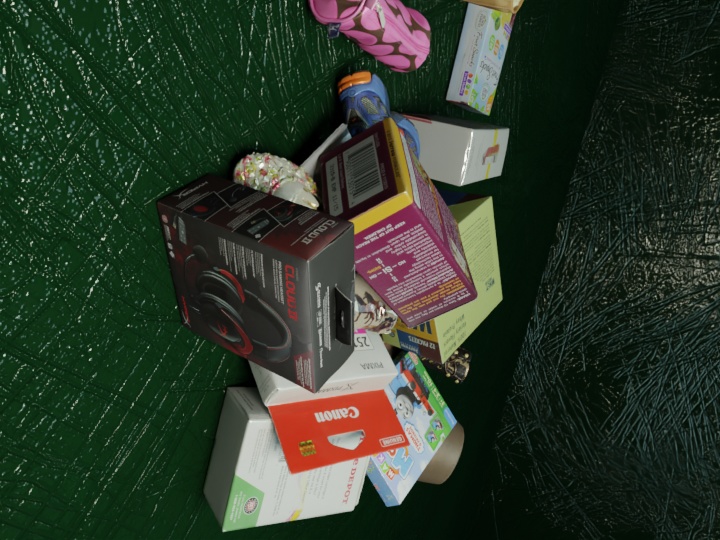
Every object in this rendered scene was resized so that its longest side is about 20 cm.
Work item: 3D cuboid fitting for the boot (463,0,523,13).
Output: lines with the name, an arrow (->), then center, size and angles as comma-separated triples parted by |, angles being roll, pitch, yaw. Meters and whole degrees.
boot -> 0.116, -0.397, 0.668 | 0.066, 0.197, 0.179 | 16, 94, -64

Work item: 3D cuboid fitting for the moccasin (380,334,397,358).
moccasin -> 0.007, 0.185, 0.996 | 0.078, 0.073, 0.204 | 43, 67, -40

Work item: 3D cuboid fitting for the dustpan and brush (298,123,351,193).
dustpan and brush -> -0.046, -0.078, 0.739 | 0.140, 0.057, 0.201 | -47, 139, -17

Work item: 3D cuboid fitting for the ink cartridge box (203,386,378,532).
ink cartridge box -> -0.086, 0.237, 0.739 | 0.196, 0.087, 0.149 | 9, 101, -35

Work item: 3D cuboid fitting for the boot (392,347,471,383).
boot -> 0.139, 0.163, 1.097 | 0.200, 0.148, 0.075 | 48, 65, -86

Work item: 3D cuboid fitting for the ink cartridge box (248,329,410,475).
ink cartridge box -> -0.031, 0.145, 0.713 | 0.197, 0.175, 0.044 | 3, 137, -41

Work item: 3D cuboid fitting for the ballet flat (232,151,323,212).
ballet flat -> -0.057, -0.063, 0.637 | 0.076, 0.064, 0.199 | -55, 140, 0

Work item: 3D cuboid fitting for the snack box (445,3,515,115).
snack box -> 0.225, -0.403, 1.052 | 0.141, 0.052, 0.205 | -11, 117, -60

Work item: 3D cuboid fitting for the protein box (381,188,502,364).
protein box -> 0.125, 0.002, 0.958 | 0.198, 0.133, 0.204 | -37, 126, -35

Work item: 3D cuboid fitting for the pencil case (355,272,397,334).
pencil case -> -0.038, 0.041, 0.716 | 0.196, 0.077, 0.092 | 5, 97, -36

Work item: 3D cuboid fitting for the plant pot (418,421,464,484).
plant pot -> 0.090, 0.301, 1.042 | 0.203, 0.172, 0.200 | -62, -177, 5

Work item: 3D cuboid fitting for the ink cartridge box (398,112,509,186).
ink cartridge box -> 0.140, -0.200, 0.916 | 0.199, 0.143, 0.085 | -22, 126, -58

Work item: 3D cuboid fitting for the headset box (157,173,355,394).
headset box -> -0.087, 0.012, 0.541 | 0.075, 0.197, 0.152 | -41, 143, -44

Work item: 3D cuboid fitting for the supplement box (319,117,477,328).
supplement box -> 0.046, -0.049, 0.666 | 0.200, 0.102, 0.133 | 48, 25, -41

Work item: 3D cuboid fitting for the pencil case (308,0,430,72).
pencil case -> 0.021, -0.295, 0.670 | 0.199, 0.092, 0.093 | -10, 118, -62

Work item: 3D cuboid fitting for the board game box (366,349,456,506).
board game box -> 0.063, 0.242, 0.909 | 0.199, 0.036, 0.153 | -37, 96, -46

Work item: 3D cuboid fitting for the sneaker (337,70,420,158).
sneaker -> 0.025, -0.176, 0.764 | 0.199, 0.074, 0.080 | 32, 55, -55
